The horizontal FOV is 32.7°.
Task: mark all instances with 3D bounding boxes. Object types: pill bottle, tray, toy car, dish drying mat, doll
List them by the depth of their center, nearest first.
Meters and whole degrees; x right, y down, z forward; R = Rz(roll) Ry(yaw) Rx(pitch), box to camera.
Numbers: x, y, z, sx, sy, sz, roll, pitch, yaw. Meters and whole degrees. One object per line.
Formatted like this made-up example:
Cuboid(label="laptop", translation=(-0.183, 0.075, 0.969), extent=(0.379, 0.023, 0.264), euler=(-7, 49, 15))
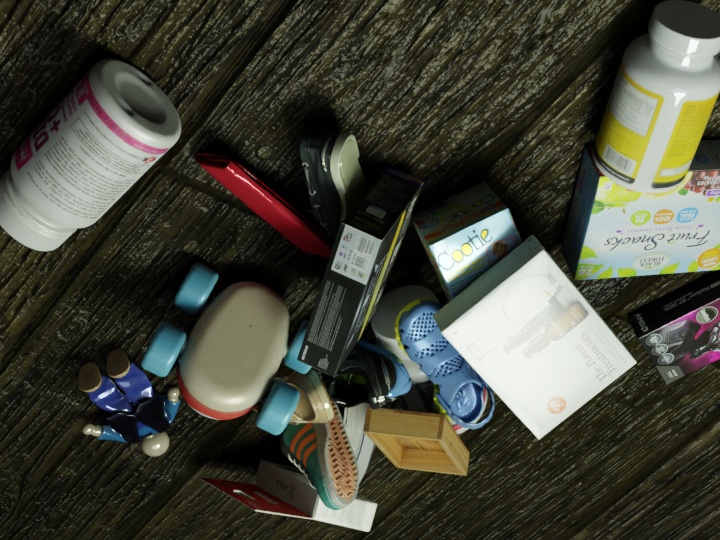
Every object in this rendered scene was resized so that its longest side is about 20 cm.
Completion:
Cuboid(label="pill bottle", translation=(-0.292, -0.116, 1.286), extent=(0.200, 0.113, 0.113), euler=(-41, 129, 23))
Cuboid(label="pill bottle", translation=(0.337, -0.193, 1.366), extent=(0.112, 0.112, 0.200), euler=(-1, 133, -13))
Cuboid(label="dish drying mat", translation=(-0.103, -0.073, 1.410), extent=(0.200, 0.077, 0.018), euler=(39, 73, -39))
Cuboid(label="toy car", translation=(-0.171, 0.123, 1.513), extent=(0.184, 0.177, 0.200), euler=(27, 146, -6))
Cuboid(label="tray", translation=(0.076, 0.221, 1.579), extent=(0.098, 0.037, 0.200), euler=(4, 160, 16))
Cuboid(label="pill bottle", translation=(0.086, 0.116, 1.593), extent=(0.119, 0.120, 0.200), euler=(-20, 134, 5))
Cuboid(label="doll", translation=(-0.304, 0.184, 1.611), extent=(0.136, 0.048, 0.200), euler=(-26, 140, -2))

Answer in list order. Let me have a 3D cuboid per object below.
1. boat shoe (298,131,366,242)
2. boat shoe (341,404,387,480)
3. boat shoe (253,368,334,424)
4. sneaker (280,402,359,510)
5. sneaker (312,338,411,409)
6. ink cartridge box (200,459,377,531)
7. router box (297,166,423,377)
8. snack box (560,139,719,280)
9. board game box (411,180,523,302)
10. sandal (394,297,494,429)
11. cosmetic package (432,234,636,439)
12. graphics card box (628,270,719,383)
Cuboid(label="boat shoe", translation=(-0.037, -0.092, 1.403), extent=(0.066, 0.075, 0.199), euler=(15, 157, 14))
Cuboid(label="boat shoe", translation=(-0.011, 0.227, 1.721), extent=(0.070, 0.071, 0.200), euler=(19, 135, 6))
Cuboid(label="boat shoe", translation=(-0.091, 0.167, 1.556), extent=(0.064, 0.200, 0.071), euler=(-22, 94, -22))
Cuboid(label="sneaker", translation=(-0.059, 0.244, 1.621), extent=(0.080, 0.200, 0.071), euler=(-38, 129, 19))
Cuboid(label="sneaker", translation=(-0.025, 0.123, 1.541), extent=(0.083, 0.199, 0.071), euler=(-36, 123, -28))
Cuboid(label="ink cartridge box", translation=(-0.101, 0.301, 1.682), extent=(0.176, 0.200, 0.045), euler=(17, 86, -28))
Cuboid(label="router box", translation=(0.000, 0.000, 1.421), extent=(0.052, 0.157, 0.200), euler=(24, 123, 8))
Cuboid(label="snack box", translation=(0.364, -0.074, 1.516), extent=(0.200, 0.068, 0.169), euler=(-3, 133, -10))
Cuboid(label="board game box", translation=(0.153, 0.013, 1.475), extent=(0.105, 0.103, 0.200), euler=(-25, 115, 0))
Cuboid(label="sandal", translation=(0.110, 0.117, 1.477), extent=(0.079, 0.087, 0.200), euler=(-36, 120, -6))
Cuboid(label="cosmetic package", translation=(0.204, 0.080, 1.429), extent=(0.151, 0.052, 0.200), euler=(-39, 114, 9))
Cuboid(label="graphics card box", translation=(0.484, 0.066, 1.691), extent=(0.200, 0.051, 0.125), euler=(-27, 133, 14))
